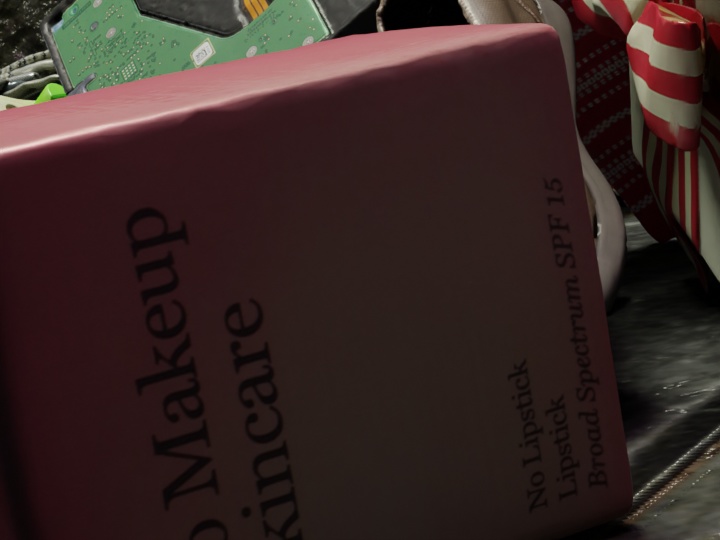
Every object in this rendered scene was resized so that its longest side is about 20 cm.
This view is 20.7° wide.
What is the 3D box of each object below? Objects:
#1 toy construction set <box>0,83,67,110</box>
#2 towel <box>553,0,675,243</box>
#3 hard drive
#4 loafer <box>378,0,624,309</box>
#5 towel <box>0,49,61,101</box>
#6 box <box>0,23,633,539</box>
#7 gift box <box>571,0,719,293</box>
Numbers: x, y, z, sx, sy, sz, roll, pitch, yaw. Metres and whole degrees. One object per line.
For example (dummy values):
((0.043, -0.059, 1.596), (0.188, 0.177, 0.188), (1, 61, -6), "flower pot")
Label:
((-0.163, -0.019, 0.816), (0.092, 0.131, 0.200), (-40, 34, 34), "toy construction set")
((0.121, -0.100, 0.800), (0.144, 0.200, 0.023), (-24, 34, 36), "towel")
((-0.031, -0.115, 0.775), (0.200, 0.038, 0.140), (-40, 46, 13), "hard drive")
((0.030, -0.035, 0.637), (0.073, 0.071, 0.200), (-44, 29, 26), "loafer")
((-0.195, -0.087, 0.992), (0.192, 0.035, 0.200), (-11, 8, 13), "towel")
((-0.050, 0.020, 0.479), (0.200, 0.128, 0.109), (-16, 11, -27), "box")
((0.178, -0.075, 0.676), (0.186, 0.200, 0.185), (-7, 22, -4), "gift box")
